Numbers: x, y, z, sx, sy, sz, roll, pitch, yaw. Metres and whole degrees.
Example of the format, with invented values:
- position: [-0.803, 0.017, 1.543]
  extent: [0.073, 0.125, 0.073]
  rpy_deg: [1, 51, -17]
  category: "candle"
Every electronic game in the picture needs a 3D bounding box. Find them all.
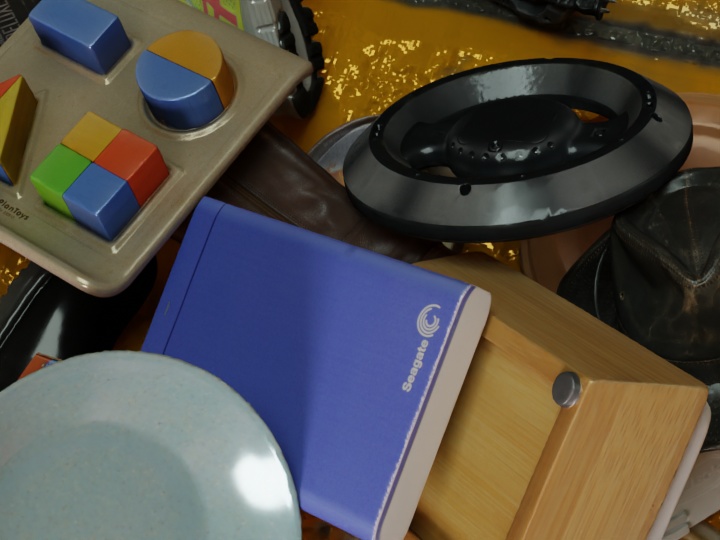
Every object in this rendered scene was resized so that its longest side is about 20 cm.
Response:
- position: [0.088, -0.070, 0.944]
  extent: [0.198, 0.042, 0.200]
  rpy_deg: [-9, 29, 5]
  category: "electronic game"

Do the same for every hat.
- position: [0.181, 0.000, 0.871]
  extent: [0.199, 0.081, 0.201]
  rpy_deg: [-12, 40, 10]
  category: "hat"

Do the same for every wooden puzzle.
- position: [-0.155, -0.097, 0.967]
  extent: [0.184, 0.046, 0.200]
  rpy_deg: [27, 63, 27]
  category: "wooden puzzle"

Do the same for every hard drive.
- position: [-0.035, 0.047, 0.865]
  extent: [0.199, 0.025, 0.133]
  rpy_deg: [19, 87, 42]
  category: "hard drive"

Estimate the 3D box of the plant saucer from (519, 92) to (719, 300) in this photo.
- position: [0.191, -0.023, 0.979]
  extent: [0.198, 0.038, 0.202]
  rpy_deg: [-4, 63, 8]
  category: "plant saucer"

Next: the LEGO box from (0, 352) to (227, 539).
- position: [-0.130, 0.165, 0.854]
  extent: [0.149, 0.200, 0.077]
  rpy_deg: [-52, 27, -15]
  category: "LEGO box"

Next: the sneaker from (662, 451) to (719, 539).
- position: [0.188, 0.082, 0.900]
  extent: [0.199, 0.077, 0.080]
  rpy_deg: [-17, 28, -20]
  category: "sneaker"

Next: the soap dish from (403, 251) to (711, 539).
- position: [0.070, 0.089, 0.844]
  extent: [0.200, 0.081, 0.158]
  rpy_deg: [35, 105, 55]
  category: "soap dish"

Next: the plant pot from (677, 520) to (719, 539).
- position: [0.125, 0.196, 0.860]
  extent: [0.198, 0.028, 0.201]
  rpy_deg: [-7, 48, 8]
  category: "plant pot"

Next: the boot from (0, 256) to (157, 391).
- position: [-0.153, 0.082, 0.967]
  extent: [0.157, 0.080, 0.211]
  rpy_deg: [34, 76, 25]
  category: "boot"

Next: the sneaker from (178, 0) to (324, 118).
- position: [-0.089, -0.187, 1.045]
  extent: [0.090, 0.202, 0.078]
  rpy_deg: [-2, 21, 25]
  category: "sneaker"

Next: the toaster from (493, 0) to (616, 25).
- position: [0.100, -0.250, 1.068]
  extent: [0.199, 0.114, 0.130]
  rpy_deg: [27, 69, 23]
  category: "toaster"

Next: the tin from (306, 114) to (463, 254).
- position: [0.000, 0.000, 1.004]
  extent: [0.111, 0.042, 0.201]
  rpy_deg: [13, 67, 21]
  category: "tin"

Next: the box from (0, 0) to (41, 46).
- position: [-0.186, -0.227, 1.058]
  extent: [0.157, 0.200, 0.050]
  rpy_deg: [-21, 55, 0]
  category: "box"

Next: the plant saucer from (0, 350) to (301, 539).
- position: [-0.123, 0.136, 0.788]
  extent: [0.201, 0.201, 0.039]
  rpy_deg: [-52, 27, -16]
  category: "plant saucer"

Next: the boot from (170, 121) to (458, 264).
- position: [-0.064, 0.011, 0.957]
  extent: [0.199, 0.064, 0.186]
  rpy_deg: [34, 68, 23]
  category: "boot"
